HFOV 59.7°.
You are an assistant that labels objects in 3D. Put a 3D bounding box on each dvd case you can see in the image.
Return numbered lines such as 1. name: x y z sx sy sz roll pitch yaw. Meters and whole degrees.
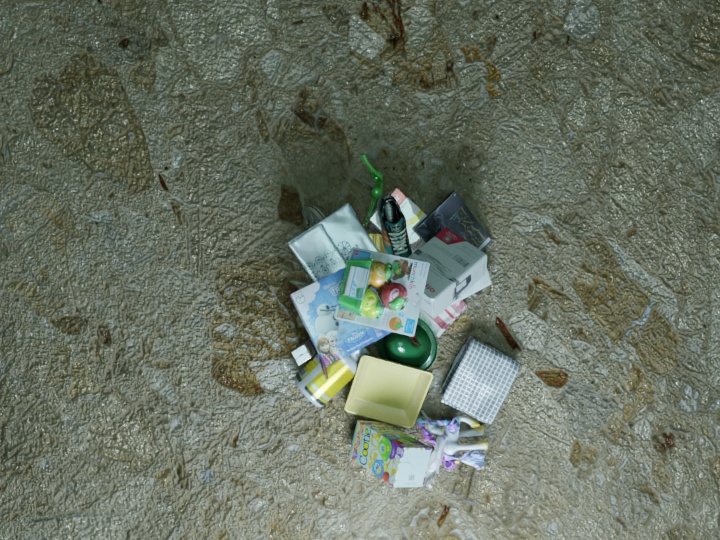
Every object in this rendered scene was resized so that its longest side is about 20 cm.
1. dvd case: 0.255 -0.096 1.704 0.149 0.016 0.200 -44 119 -3

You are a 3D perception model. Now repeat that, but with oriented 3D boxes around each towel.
1. towel: 0.327 0.305 1.720 0.165 0.086 0.201 26 90 -1
2. towel: 0.183 0.120 1.745 0.144 0.023 0.200 43 89 -1

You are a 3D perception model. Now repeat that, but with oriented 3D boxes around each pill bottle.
1. pill bottle: -0.073 0.263 1.691 0.200 0.112 0.112 -43 92 -1

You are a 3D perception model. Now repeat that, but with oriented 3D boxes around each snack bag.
1. snack bag: -0.056 -0.047 1.614 0.199 0.021 0.189 -34 90 -14

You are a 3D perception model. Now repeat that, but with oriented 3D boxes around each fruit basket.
1. fruit basket: 0.051 0.047 1.503 0.198 0.094 0.187 12 78 14

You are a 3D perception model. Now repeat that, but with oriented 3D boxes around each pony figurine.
1. pony figurine: 0.238 0.475 1.693 0.198 0.167 0.194 8 51 0

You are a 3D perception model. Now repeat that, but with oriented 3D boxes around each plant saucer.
1. plant saucer: 0.075 0.318 1.698 0.198 0.049 0.201 15 119 -3

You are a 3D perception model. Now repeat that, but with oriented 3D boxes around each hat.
1. hat: 0.112 0.208 1.650 0.165 0.176 0.201 -34 92 11

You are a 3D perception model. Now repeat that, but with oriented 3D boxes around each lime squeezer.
1. lime squeezer: 0.036 -0.226 1.713 0.037 0.071 0.201 14 122 27

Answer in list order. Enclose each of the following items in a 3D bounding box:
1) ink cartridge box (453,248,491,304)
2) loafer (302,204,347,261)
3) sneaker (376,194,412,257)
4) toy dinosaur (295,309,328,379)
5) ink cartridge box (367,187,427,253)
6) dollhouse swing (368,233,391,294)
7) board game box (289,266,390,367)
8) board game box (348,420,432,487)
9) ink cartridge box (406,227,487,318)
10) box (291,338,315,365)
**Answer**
1. ink cartridge box: 0.248 0.028 1.699 0.199 0.050 0.110 -26 105 -11
2. loafer: -0.109 -0.096 1.671 0.063 0.072 0.200 -21 61 -28
3. sneaker: 0.089 -0.099 1.635 0.071 0.080 0.201 -18 97 -3
4. toy dinosaur: -0.125 0.162 1.660 0.105 0.181 0.201 35 74 -35
5. ink cartridge box: 0.131 -0.116 1.712 0.200 0.067 0.117 41 90 -8
6. dollhouse swing: 0.000 0.000 1.674 0.198 0.182 0.177 1 101 -2
7. board game box: -0.044 0.106 1.562 0.199 0.043 0.200 -26 85 -12
8. board game box: 0.075 0.477 1.643 0.104 0.199 0.104 13 90 -37
9. ink cartridge box: 0.202 0.004 1.595 0.200 0.084 0.145 -37 55 -22
10. box: -0.146 0.211 1.643 0.041 0.200 0.039 -30 89 -2
